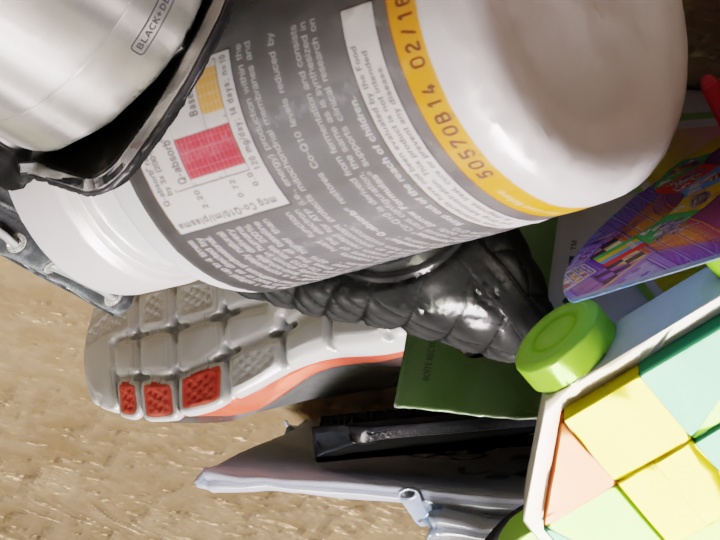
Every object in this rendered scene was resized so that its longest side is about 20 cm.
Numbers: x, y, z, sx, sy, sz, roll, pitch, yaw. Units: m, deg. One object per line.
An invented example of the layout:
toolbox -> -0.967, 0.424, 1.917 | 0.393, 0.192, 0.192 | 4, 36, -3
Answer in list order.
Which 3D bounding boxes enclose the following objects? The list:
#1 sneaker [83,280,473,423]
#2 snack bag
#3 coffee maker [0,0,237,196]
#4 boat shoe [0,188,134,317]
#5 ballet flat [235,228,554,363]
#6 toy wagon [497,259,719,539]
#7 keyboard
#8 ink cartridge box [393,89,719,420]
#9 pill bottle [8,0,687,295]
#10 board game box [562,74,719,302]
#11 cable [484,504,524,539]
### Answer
sneaker -> -0.017, 0.027, 1.133 | 0.200, 0.077, 0.082 | -10, 155, 37
snack bag -> 0.047, 0.084, 1.182 | 0.200, 0.021, 0.189 | 4, -176, 12
coffee maker -> -0.161, -0.110, 0.831 | 0.192, 0.135, 0.200 | -15, 144, 44
boat shoe -> -0.147, -0.030, 1.020 | 0.074, 0.068, 0.199 | 27, -176, 40
ballet flat -> 0.000, 0.000, 1.011 | 0.057, 0.066, 0.200 | 53, 166, -20
toy wagon -> 0.115, 0.069, 0.932 | 0.200, 0.040, 0.155 | -33, 111, 21
keyboard -> 0.074, 0.046, 1.141 | 0.200, 0.040, 0.104 | -3, 171, -19
ink cartridge box -> 0.113, -0.002, 0.990 | 0.200, 0.104, 0.059 | 5, 153, 11
pill bottle -> -0.010, -0.057, 0.905 | 0.200, 0.116, 0.116 | -15, 145, 39
board game box -> 0.141, -0.057, 0.868 | 0.200, 0.158, 0.039 | -18, 105, 44
cable -> 0.111, 0.129, 1.030 | 0.163, 0.051, 0.200 | 16, 128, 5
